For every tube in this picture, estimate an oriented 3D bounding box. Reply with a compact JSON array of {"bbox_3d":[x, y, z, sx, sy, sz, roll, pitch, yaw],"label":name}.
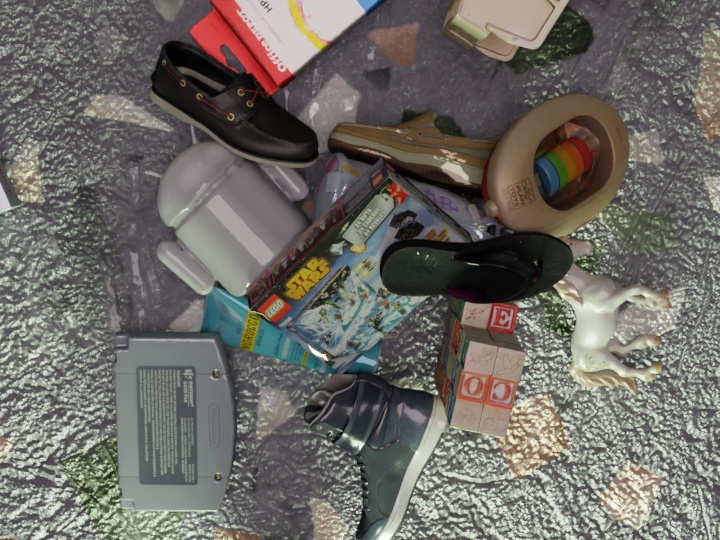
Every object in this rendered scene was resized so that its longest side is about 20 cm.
[{"bbox_3d":[-0.077,0.072,1.285,0.197,0.051,0.078,16,122,-2],"label":"tube"}]

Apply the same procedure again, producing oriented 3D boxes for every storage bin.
[{"bbox_3d":[0.170,-0.309,1.164,0.093,0.200,0.200,32,96,-4],"label":"storage bin"}]

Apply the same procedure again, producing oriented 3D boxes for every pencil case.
[{"bbox_3d":[0.047,-0.058,1.233,0.197,0.091,0.084,17,93,-16],"label":"pencil case"}]

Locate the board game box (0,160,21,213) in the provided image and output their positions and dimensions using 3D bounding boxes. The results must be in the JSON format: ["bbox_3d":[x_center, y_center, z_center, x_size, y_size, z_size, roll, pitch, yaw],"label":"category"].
[{"bbox_3d":[-0.494,-0.122,1.251,0.197,0.041,0.202,-23,98,1],"label":"board game box"}]

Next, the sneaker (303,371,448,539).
[{"bbox_3d":[-0.005,0.203,1.274,0.144,0.077,0.204,18,109,-10],"label":"sneaker"}]

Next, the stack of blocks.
[{"bbox_3d":[0.122,0.085,1.215,0.058,0.200,0.117,11,98,-3],"label":"stack of blocks"}]

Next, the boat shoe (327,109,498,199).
[{"bbox_3d":[0.064,-0.135,1.259,0.197,0.072,0.077,14,84,-12],"label":"boat shoe"}]

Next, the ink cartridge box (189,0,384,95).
[{"bbox_3d":[-0.075,-0.273,1.229,0.199,0.067,0.117,-40,97,4],"label":"ink cartridge box"}]

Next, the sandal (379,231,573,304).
[{"bbox_3d":[0.118,0.007,1.160,0.197,0.048,0.076,-4,125,-11],"label":"sandal"}]

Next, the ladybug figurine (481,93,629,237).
[{"bbox_3d":[0.197,-0.107,1.229,0.199,0.072,0.137,-28,105,-29],"label":"ladybug figurine"}]

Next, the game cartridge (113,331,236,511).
[{"bbox_3d":[-0.202,0.166,1.293,0.131,0.042,0.203,0,103,-5],"label":"game cartridge"}]

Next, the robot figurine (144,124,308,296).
[{"bbox_3d":[-0.133,-0.054,1.233,0.170,0.113,0.200,-44,97,-8],"label":"robot figurine"}]

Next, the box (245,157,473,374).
[{"bbox_3d":[0.000,0.000,1.183,0.200,0.040,0.137,-42,123,17],"label":"box"}]

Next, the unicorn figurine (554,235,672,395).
[{"bbox_3d":[0.264,0.042,1.275,0.135,0.074,0.203,5,103,9],"label":"unicorn figurine"}]

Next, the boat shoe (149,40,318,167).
[{"bbox_3d":[-0.128,-0.169,1.211,0.200,0.074,0.064,30,127,13],"label":"boat shoe"}]
